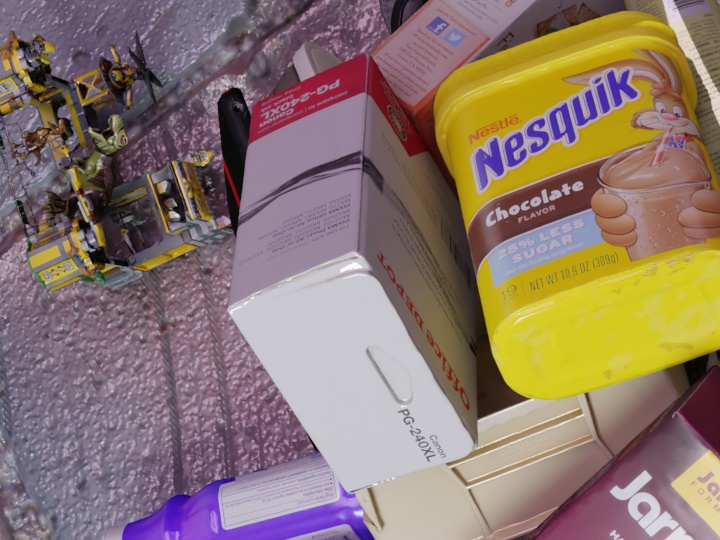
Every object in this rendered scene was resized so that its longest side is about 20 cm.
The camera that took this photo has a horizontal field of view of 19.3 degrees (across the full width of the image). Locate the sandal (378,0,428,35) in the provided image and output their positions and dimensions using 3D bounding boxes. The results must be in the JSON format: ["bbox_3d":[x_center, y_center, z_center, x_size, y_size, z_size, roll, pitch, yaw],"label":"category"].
[{"bbox_3d":[0.060,-0.141,1.393,0.075,0.048,0.201,-25,67,15],"label":"sandal"}]

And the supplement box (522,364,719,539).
[{"bbox_3d":[0.150,0.160,1.121,0.110,0.086,0.200,47,118,7],"label":"supplement box"}]

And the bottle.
[{"bbox_3d":[-0.065,0.161,1.336,0.200,0.084,0.065,-17,68,19],"label":"bottle"}]

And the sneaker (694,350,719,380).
[{"bbox_3d":[0.241,0.071,1.212,0.076,0.075,0.200,-27,47,29],"label":"sneaker"}]

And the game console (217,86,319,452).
[{"bbox_3d":[-0.044,0.006,1.326,0.031,0.177,0.200,-18,65,-10],"label":"game console"}]

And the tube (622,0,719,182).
[{"bbox_3d":[0.206,-0.096,1.242,0.058,0.052,0.200,-47,56,53],"label":"tube"}]

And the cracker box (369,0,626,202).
[{"bbox_3d":[0.096,-0.137,1.299,0.200,0.134,0.058,-44,60,-13],"label":"cracker box"}]

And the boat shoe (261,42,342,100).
[{"bbox_3d":[-0.024,-0.070,1.370,0.060,0.072,0.202,-45,33,23],"label":"boat shoe"}]

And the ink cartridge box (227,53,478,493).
[{"bbox_3d":[0.000,0.000,1.160,0.083,0.145,0.200,-21,33,17],"label":"ink cartridge box"}]

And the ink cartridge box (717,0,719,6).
[{"bbox_3d":[0.248,-0.131,1.296,0.117,0.067,0.200,12,79,27],"label":"ink cartridge box"}]

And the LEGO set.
[{"bbox_3d":[-0.166,-0.081,1.421,0.116,0.154,0.200,-24,69,16],"label":"LEGO set"}]

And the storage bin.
[{"bbox_3d":[0.087,0.052,1.242,0.198,0.094,0.200,-22,34,14],"label":"storage bin"}]

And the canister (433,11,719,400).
[{"bbox_3d":[0.125,-0.036,1.146,0.148,0.087,0.200,-19,43,9],"label":"canister"}]
